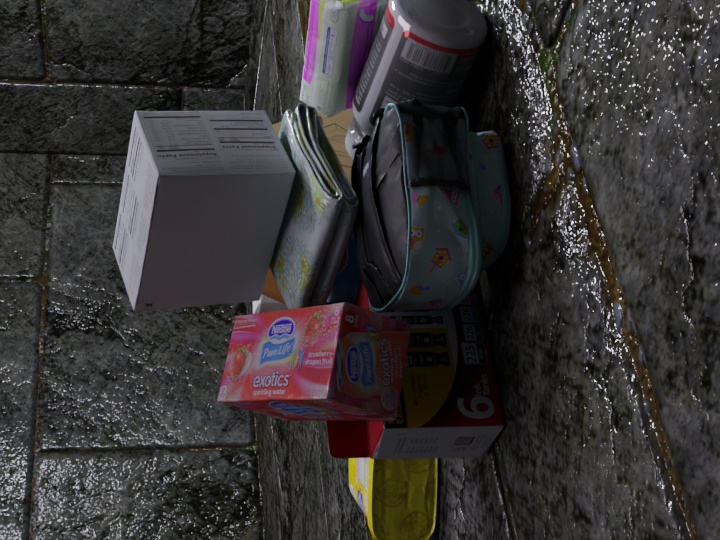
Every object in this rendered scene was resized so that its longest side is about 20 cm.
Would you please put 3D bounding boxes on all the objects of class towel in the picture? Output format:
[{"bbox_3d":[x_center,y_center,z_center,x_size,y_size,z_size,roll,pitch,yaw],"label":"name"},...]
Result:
[{"bbox_3d":[-0.067,-0.061,1.264,0.200,0.048,0.172,110,148,-41],"label":"towel"}]

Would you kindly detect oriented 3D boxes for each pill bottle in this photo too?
[{"bbox_3d":[0.057,-0.211,1.279,0.114,0.113,0.200,-101,26,-44],"label":"pill bottle"}]

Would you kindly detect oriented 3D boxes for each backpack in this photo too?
[{"bbox_3d":[0.069,-0.054,1.182,0.176,0.153,0.201,135,140,-65],"label":"backpack"}]

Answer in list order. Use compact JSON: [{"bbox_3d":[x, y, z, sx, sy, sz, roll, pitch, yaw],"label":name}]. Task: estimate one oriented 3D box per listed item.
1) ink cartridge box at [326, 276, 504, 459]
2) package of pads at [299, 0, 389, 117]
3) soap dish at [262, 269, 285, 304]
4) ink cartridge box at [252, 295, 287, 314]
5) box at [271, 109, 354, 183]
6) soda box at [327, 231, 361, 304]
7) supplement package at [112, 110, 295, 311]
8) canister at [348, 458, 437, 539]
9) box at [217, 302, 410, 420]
[{"bbox_3d":[0.048,0.099,1.234,0.084,0.175,0.201,107,159,-55],"label":"ink cartridge box"},{"bbox_3d":[0.021,-0.286,1.346,0.068,0.200,0.155,34,133,30],"label":"package of pads"},{"bbox_3d":[-0.073,-0.044,1.614,0.081,0.157,0.201,-46,22,62],"label":"soap dish"},{"bbox_3d":[-0.061,-0.006,1.706,0.085,0.199,0.146,127,142,-70],"label":"ink cartridge box"},{"bbox_3d":[-0.012,-0.141,1.378,0.200,0.163,0.021,38,140,37],"label":"box"},{"bbox_3d":[0.000,0.000,1.358,0.064,0.068,0.201,110,169,-74],"label":"soda box"},{"bbox_3d":[-0.180,-0.067,1.268,0.111,0.155,0.200,63,146,38],"label":"supplement package"},{"bbox_3d":[0.038,0.268,1.506,0.200,0.086,0.149,-159,70,-79],"label":"canister"},{"bbox_3d":[-0.051,0.099,1.185,0.200,0.094,0.103,-8,66,50],"label":"box"}]
